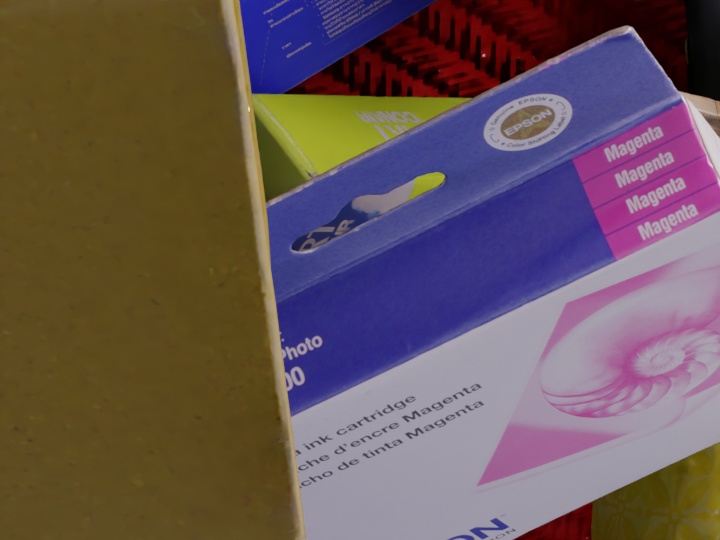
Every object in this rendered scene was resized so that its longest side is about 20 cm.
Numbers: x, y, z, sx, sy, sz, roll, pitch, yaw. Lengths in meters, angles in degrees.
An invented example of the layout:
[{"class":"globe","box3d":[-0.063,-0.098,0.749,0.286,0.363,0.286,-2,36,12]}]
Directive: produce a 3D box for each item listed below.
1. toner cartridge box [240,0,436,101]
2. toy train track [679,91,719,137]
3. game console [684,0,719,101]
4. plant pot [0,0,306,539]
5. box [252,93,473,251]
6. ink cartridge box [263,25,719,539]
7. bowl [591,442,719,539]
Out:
[{"class":"toner cartridge box","box3d":[0.026,-0.140,0.878,0.200,0.043,0.095,-31,135,-2]},{"class":"toy train track","box3d":[0.121,-0.005,0.957,0.114,0.033,0.200,12,140,-18]},{"class":"game console","box3d":[0.209,-0.086,0.992,0.199,0.117,0.176,-5,169,3]},{"class":"plant pot","box3d":[-0.126,-0.045,0.709,0.199,0.196,0.195,-7,131,-1]},{"class":"box","box3d":[0.000,0.000,0.950,0.200,0.048,0.122,-2,133,-46]},{"class":"ink cartridge box","box3d":[0.037,0.025,0.884,0.196,0.043,0.200,-27,149,15]},{"class":"bowl","box3d":[0.175,0.047,1.054,0.200,0.200,0.108,-13,97,-20]}]
